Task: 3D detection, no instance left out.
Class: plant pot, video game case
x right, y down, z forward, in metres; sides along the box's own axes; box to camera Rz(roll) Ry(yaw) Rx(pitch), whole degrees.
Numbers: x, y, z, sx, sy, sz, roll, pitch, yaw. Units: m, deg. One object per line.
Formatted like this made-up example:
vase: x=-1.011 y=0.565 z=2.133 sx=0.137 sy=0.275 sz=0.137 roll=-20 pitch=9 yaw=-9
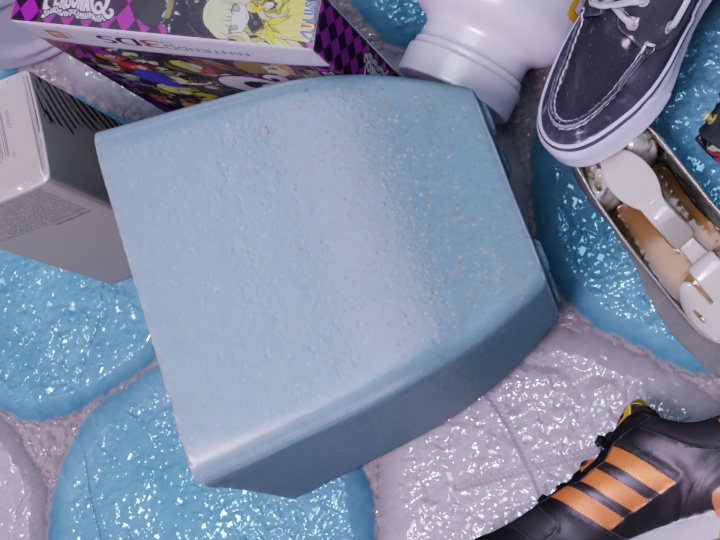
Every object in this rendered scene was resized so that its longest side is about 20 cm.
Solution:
plant pot: x=0.000 y=0.000 z=0.738 sx=0.200 sy=0.196 sz=0.196 roll=-21 pitch=75 yaw=8
video game case: x=-0.074 y=-0.122 z=0.772 sx=0.181 sy=0.200 sz=0.036 roll=9 pitch=84 yaw=19

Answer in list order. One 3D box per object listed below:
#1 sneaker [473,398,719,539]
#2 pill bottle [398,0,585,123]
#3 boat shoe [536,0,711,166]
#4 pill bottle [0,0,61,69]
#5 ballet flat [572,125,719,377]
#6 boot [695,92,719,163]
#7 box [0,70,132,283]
sneaker: x=0.145 y=0.121 z=0.733 sx=0.200 sy=0.070 sz=0.090 roll=-17 pitch=70 yaw=11
pill bottle: x=0.098 y=-0.193 z=0.779 sx=0.104 sy=0.104 sz=0.200 roll=27 pitch=89 yaw=20
boat shoe: x=0.153 y=-0.150 z=0.709 sx=0.072 sy=0.068 sz=0.200 roll=43 pitch=103 yaw=34
pill bottle: x=-0.261 y=-0.250 z=0.903 sx=0.111 sy=0.111 sz=0.200 roll=-26 pitch=74 yaw=12
ballet flat: x=0.183 y=-0.010 z=0.741 sx=0.067 sy=0.064 sz=0.200 roll=-39 pitch=72 yaw=9
boot: x=0.230 y=-0.141 z=0.745 sx=0.204 sy=0.073 sz=0.154 roll=41 pitch=98 yaw=21
box: x=-0.173 y=-0.049 z=0.792 sx=0.082 sy=0.200 sz=0.069 roll=-19 pitch=75 yaw=13
